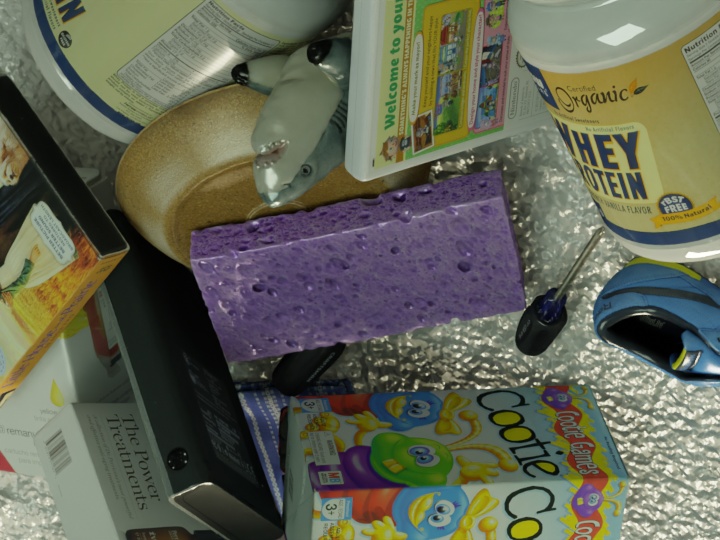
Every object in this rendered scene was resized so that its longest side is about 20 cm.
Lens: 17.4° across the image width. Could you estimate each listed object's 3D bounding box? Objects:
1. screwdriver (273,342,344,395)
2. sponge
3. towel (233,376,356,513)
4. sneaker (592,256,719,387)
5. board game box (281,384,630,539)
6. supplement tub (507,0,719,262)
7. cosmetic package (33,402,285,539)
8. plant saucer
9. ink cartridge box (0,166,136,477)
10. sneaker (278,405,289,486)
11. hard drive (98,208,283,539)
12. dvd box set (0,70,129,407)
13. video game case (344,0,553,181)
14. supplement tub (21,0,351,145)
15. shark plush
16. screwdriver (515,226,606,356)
[{"bbox_3d":[0.009,0.016,1.541,0.029,0.028,0.200,34,121,-23],"label":"screwdriver"},{"bbox_3d":[0.000,0.000,1.473,0.199,0.030,0.112,-11,141,6],"label":"sponge"},{"bbox_3d":[-0.077,0.144,1.663,0.199,0.024,0.145,-5,116,27],"label":"towel"},{"bbox_3d":[0.236,0.053,1.431,0.199,0.078,0.066,19,122,13],"label":"sneaker"},{"bbox_3d":[0.057,0.146,1.495,0.199,0.103,0.105,-2,122,-11],"label":"board game box"},{"bbox_3d":[0.167,-0.121,1.302,0.144,0.145,0.201,-11,124,30],"label":"supplement tub"},{"bbox_3d":[-0.115,0.184,1.546,0.052,0.150,0.201,-39,62,34],"label":"cosmetic package"},{"bbox_3d":[-0.052,-0.045,1.463,0.199,0.036,0.201,-6,147,-4],"label":"plant saucer"},{"bbox_3d":[-0.234,0.034,1.620,0.144,0.083,0.201,5,115,32],"label":"ink cartridge box"},{"bbox_3d":[0.005,0.177,1.592,0.095,0.079,0.201,-10,121,5],"label":"sneaker"},{"bbox_3d":[-0.114,0.071,1.516,0.033,0.140,0.201,-25,64,10],"label":"hard drive"},{"bbox_3d":[-0.243,-0.010,1.520,0.147,0.029,0.200,54,130,13],"label":"dvd box set"},{"bbox_3d":[0.073,-0.163,1.332,0.022,0.181,0.201,37,134,42],"label":"video game case"},{"bbox_3d":[-0.093,-0.180,1.412,0.200,0.145,0.145,-34,100,35],"label":"supplement tub"},{"bbox_3d":[0.007,-0.101,1.386,0.091,0.200,0.084,-11,98,42],"label":"shark plush"},{"bbox_3d":[0.124,0.007,1.434,0.028,0.029,0.200,11,153,-4],"label":"screwdriver"}]
